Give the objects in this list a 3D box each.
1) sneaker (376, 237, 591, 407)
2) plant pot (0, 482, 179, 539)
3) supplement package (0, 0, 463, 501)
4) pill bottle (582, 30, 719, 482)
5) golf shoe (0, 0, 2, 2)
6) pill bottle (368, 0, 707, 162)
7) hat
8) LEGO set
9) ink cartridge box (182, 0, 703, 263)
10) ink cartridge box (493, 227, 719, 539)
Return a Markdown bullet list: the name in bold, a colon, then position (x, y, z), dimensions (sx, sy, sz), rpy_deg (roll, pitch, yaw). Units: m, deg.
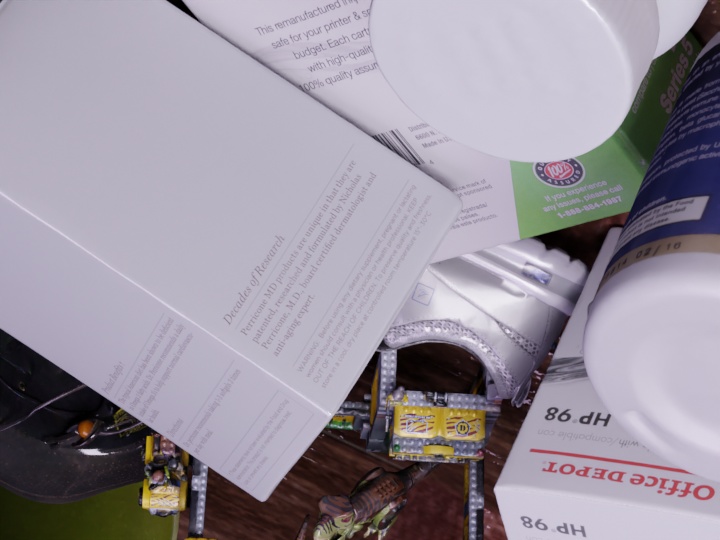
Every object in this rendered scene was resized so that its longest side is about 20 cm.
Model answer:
- **sneaker**: position (0.000, 0.000, 1.162), dimensions (0.199, 0.083, 0.075), rpy_deg (19, 179, 10)
- **plant pot**: position (-0.227, 0.126, 1.408), dimensions (0.187, 0.188, 0.199), rpy_deg (46, 155, -23)
- **supplement package**: position (-0.081, -0.020, 1.052), dimensions (0.199, 0.118, 0.117), rpy_deg (34, 153, -2)
- **pill bottle**: position (0.162, -0.028, 0.954), dimensions (0.110, 0.201, 0.112), rpy_deg (16, 141, 13)
- **golf shoe**: position (-0.124, -0.083, 1.171), dimensions (0.096, 0.079, 0.201), rpy_deg (13, 141, 9)
- **pill bottle**: position (0.079, -0.138, 0.878), dimensions (0.109, 0.201, 0.110), rpy_deg (16, 141, 14)
- **hat**: position (-0.139, 0.027, 1.282), dimensions (0.199, 0.081, 0.201), rpy_deg (-8, 140, -7)
- **LEGO set**: position (-0.009, 0.101, 1.211), dimensions (0.198, 0.155, 0.116), rpy_deg (11, 162, 0)
- **ink cartridge box**: position (0.026, -0.108, 1.038), dimensions (0.145, 0.084, 0.200), rpy_deg (-14, 127, 41)
- **ink cartridge box**: position (0.134, 0.077, 1.092), dimensions (0.115, 0.201, 0.067), rpy_deg (6, 137, 25)
